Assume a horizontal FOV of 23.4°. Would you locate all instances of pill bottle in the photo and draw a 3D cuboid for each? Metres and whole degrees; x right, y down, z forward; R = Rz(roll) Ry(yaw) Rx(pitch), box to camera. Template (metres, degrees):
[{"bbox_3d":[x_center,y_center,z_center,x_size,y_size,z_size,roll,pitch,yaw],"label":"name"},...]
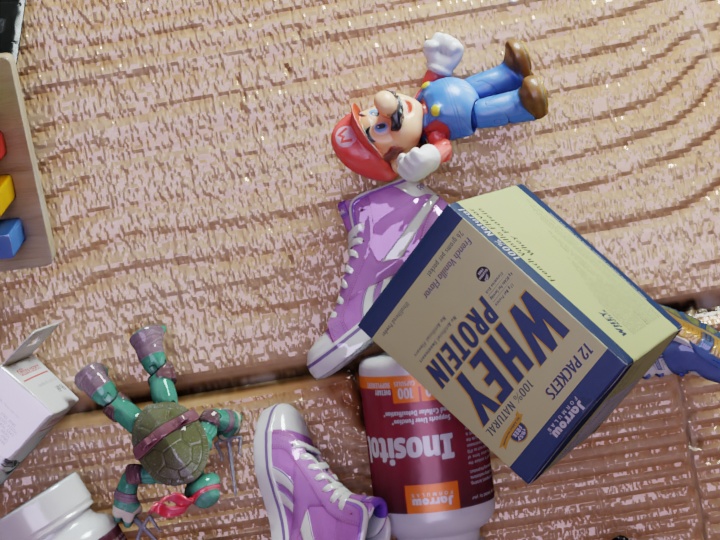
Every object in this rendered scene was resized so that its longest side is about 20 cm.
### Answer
[{"bbox_3d":[-0.252,0.297,1.599,0.113,0.114,0.201,-31,90,3],"label":"pill bottle"},{"bbox_3d":[0.064,0.174,1.581,0.112,0.113,0.203,-7,92,3],"label":"pill bottle"}]

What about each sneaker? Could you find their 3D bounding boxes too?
[{"bbox_3d":[0.000,0.000,1.603,0.114,0.073,0.201,44,83,4],"label":"sneaker"},{"bbox_3d":[-0.027,0.202,1.562,0.114,0.072,0.202,-27,61,27],"label":"sneaker"},{"bbox_3d":[0.252,0.072,1.596,0.198,0.075,0.089,22,101,11],"label":"sneaker"}]

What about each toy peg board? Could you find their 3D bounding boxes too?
[{"bbox_3d":[-0.399,-0.076,1.568,0.197,0.098,0.201,-6,109,6],"label":"toy peg board"}]

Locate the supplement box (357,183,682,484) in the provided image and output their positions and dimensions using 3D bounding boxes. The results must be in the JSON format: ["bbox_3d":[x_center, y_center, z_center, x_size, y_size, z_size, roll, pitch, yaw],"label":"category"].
[{"bbox_3d":[0.140,0.047,1.482,0.200,0.199,0.135,42,111,12],"label":"supplement box"}]

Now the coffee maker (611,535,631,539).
[{"bbox_3d":[0.268,0.366,1.569,0.199,0.135,0.193,29,94,2],"label":"coffee maker"}]

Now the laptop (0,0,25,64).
[{"bbox_3d":[-0.400,-0.180,1.640,0.175,0.104,0.202,2,67,2],"label":"laptop"}]

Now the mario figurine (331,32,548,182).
[{"bbox_3d":[0.066,-0.150,1.569,0.198,0.124,0.107,-22,104,-1],"label":"mario figurine"}]

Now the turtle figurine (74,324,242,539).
[{"bbox_3d":[-0.174,0.157,1.593,0.149,0.101,0.201,-28,75,-20],"label":"turtle figurine"}]

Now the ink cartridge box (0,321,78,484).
[{"bbox_3d":[-0.331,0.145,1.595,0.068,0.116,0.200,42,94,0],"label":"ink cartridge box"}]
